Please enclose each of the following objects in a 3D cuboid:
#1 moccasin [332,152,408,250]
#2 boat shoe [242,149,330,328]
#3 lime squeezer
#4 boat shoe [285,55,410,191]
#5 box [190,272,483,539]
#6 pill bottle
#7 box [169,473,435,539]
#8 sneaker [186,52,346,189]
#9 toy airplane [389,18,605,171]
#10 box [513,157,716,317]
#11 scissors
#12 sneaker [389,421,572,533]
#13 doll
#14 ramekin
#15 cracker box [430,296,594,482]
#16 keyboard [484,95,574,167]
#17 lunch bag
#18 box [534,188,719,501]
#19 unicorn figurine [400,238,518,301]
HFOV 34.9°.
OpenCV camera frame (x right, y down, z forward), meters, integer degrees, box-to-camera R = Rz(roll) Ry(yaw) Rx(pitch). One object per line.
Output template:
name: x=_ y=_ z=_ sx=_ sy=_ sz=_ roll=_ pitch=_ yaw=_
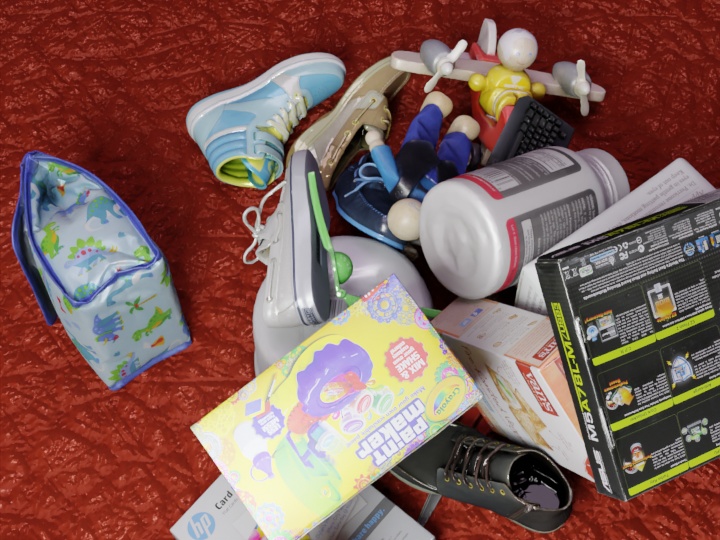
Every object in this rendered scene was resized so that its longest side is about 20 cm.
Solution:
moccasin: x=0.012 y=-0.083 z=1.195 sx=0.069 sy=0.080 sz=0.200 roll=-58 pitch=25 yaw=10
boat shoe: x=-0.078 y=-0.029 z=1.119 sx=0.085 sy=0.075 sz=0.204 roll=-12 pitch=56 yaw=14
lime squeezer: x=0.000 y=0.000 z=1.081 sx=0.200 sy=0.038 sz=0.071 roll=45 pitch=107 yaw=3
boat shoe: x=-0.001 y=-0.166 z=1.317 sx=0.066 sy=0.074 sz=0.200 roll=37 pitch=70 yaw=14
box: x=-0.016 y=0.118 z=0.963 sx=0.199 sy=0.193 sz=0.122 roll=-37 pitch=85 yaw=-4
pill bottle: x=0.160 y=-0.053 z=1.077 sx=0.199 sy=0.111 sz=0.111 roll=-20 pitch=54 yaw=-34
box: x=-0.053 y=0.249 z=1.060 sx=0.199 sy=0.041 sz=0.156 roll=35 pitch=68 yaw=26
sneaker: x=-0.092 y=-0.162 z=1.315 sx=0.198 sy=0.080 sz=0.131 roll=-26 pitch=55 yaw=0
toy airplane: x=0.159 y=-0.219 z=1.285 sx=0.199 sy=0.142 sz=0.200 roll=40 pitch=51 yaw=16
box: x=0.265 y=0.052 z=1.057 sx=0.198 sy=0.201 sz=0.172 roll=-33 pitch=64 yaw=-16
scissors: x=0.093 y=0.169 z=1.117 sx=0.073 sy=0.014 sz=0.200 roll=40 pitch=71 yaw=18
sneaker: x=0.102 y=0.171 z=1.043 sx=0.198 sy=0.106 sz=0.075 roll=19 pitch=72 yaw=12
doll: x=0.062 y=-0.099 z=1.142 sx=0.136 sy=0.048 sz=0.201 roll=38 pitch=42 yaw=-14
ramekin: x=-0.015 y=0.063 z=1.146 sx=0.198 sy=0.098 sz=0.202 roll=-3 pitch=57 yaw=4
cracker box: x=0.151 y=0.100 z=0.998 sx=0.058 sy=0.135 sz=0.200 roll=-39 pitch=20 yaw=-15
keyboard: x=0.180 y=-0.076 z=1.172 sx=0.127 sy=0.021 sz=0.201 roll=36 pitch=61 yaw=-15
lunch bag: x=-0.278 y=-0.007 z=1.175 sx=0.127 sy=0.171 sz=0.200 roll=-29 pitch=59 yaw=-17
box: x=0.251 y=0.052 z=0.899 sx=0.198 sy=0.047 sz=0.195 roll=-20 pitch=99 yaw=-19
unicorn figurine: x=0.101 y=-0.040 z=1.207 sx=0.200 sy=0.074 sz=0.137 roll=44 pitch=31 yaw=1
